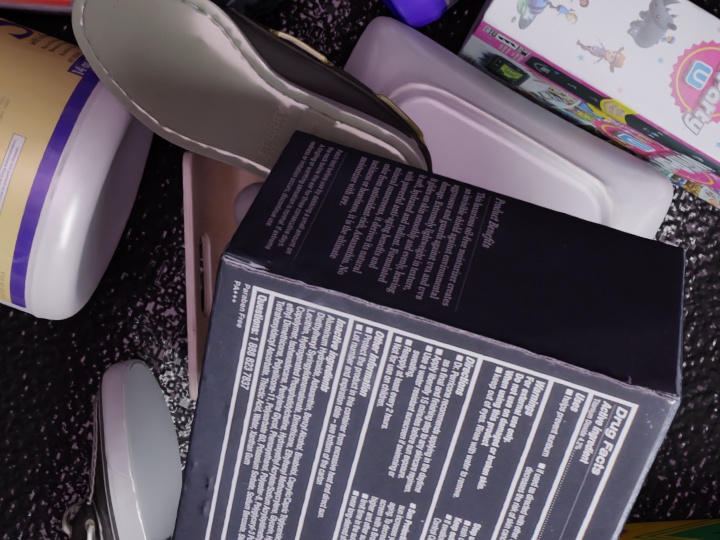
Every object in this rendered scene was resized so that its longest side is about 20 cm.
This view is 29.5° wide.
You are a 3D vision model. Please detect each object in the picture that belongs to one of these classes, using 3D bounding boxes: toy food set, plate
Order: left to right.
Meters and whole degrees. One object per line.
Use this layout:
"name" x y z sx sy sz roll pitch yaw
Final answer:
"toy food set" 0.000 0.000 0.784 0.199 0.060 0.144 -1 94 1
"plate" 0.050 -0.011 0.746 0.199 0.032 0.200 29 84 -4

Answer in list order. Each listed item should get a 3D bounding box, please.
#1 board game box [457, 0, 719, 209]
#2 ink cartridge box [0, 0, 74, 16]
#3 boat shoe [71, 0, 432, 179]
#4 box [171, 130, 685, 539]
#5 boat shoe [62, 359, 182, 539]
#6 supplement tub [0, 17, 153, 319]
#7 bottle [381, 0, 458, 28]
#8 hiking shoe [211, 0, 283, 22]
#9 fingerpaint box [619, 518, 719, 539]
"board game box" 0.157 -0.099 0.732 0.199 0.148 0.065 29 92 -1
"ink cartridge box" -0.162 -0.246 0.773 0.161 0.050 0.201 3 98 0
"boat shoe" -0.053 -0.088 0.699 0.201 0.061 0.072 33 111 0
"box" 0.030 0.069 0.654 0.197 0.123 0.201 18 126 4
"boat shoe" -0.140 0.154 0.791 0.063 0.071 0.201 -7 86 15
"supplement tub" -0.225 -0.071 0.739 0.199 0.145 0.146 20 94 -1
"bottle" 0.080 -0.226 0.763 0.200 0.065 0.084 -39 89 3
"hiking shoe" -0.048 -0.228 0.766 0.086 0.074 0.201 29 83 0
"fingerpaint box" 0.230 0.250 0.795 0.166 0.073 0.201 -2 94 1
